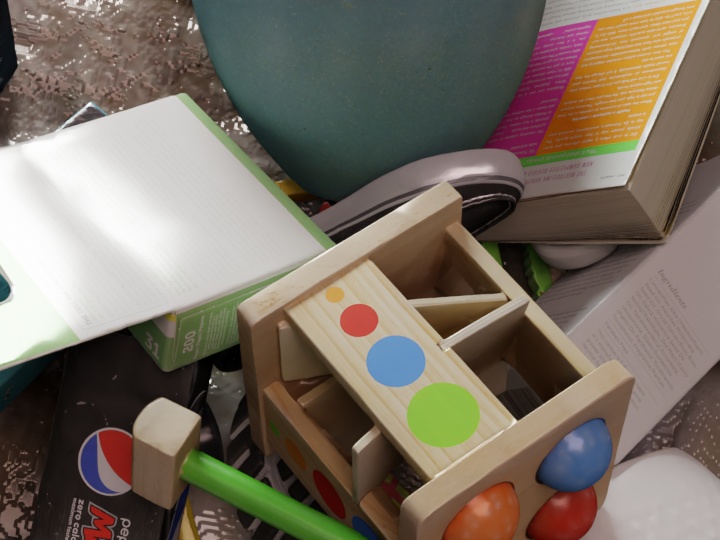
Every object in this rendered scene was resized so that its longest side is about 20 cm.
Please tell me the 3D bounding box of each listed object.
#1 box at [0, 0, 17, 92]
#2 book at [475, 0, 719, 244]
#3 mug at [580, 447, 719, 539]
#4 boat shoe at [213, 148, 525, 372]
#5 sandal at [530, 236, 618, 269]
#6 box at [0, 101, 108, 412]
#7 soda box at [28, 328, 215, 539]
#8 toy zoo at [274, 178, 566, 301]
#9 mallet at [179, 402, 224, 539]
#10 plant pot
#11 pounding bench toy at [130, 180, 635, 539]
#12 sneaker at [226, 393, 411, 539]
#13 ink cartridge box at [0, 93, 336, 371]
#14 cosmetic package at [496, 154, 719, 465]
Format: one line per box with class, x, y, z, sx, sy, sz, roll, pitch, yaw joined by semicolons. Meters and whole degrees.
box;-0.275;-0.088;0.900;0.104;0.182;0.201;31;72;0
book;0.138;-0.107;0.988;0.048;0.133;0.201;47;57;-35
mug;0.181;0.186;0.930;0.199;0.148;0.177;-14;74;-32
boat shoe;0.000;0.000;0.933;0.198;0.070;0.067;-21;66;10
sandal;0.150;-0.075;1.029;0.082;0.050;0.204;4;52;37
box;-0.177;0.001;0.924;0.082;0.049;0.200;39;50;2
soda box;-0.128;0.130;0.895;0.070;0.063;0.202;12;91;4
toy zoo;0.020;0.005;1.007;0.198;0.020;0.133;-8;77;-12
mallet;-0.076;0.168;0.942;0.065;0.041;0.201;-23;84;-9
plant pot;0.007;-0.115;0.966;0.198;0.200;0.136;-7;112;-11
pounding bench toy;0.009;0.091;0.825;0.199;0.125;0.156;-31;60;-20
sneaker;0.002;0.141;0.944;0.078;0.090;0.201;-41;70;16
ink cartridge box;-0.131;-0.011;0.867;0.199;0.048;0.146;-22;52;-33
cosmetic package;0.158;0.020;0.967;0.200;0.101;0.071;-41;99;-23
